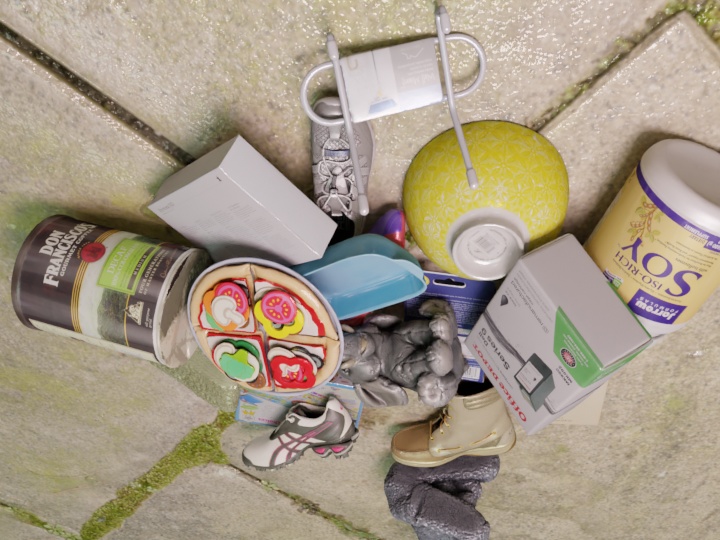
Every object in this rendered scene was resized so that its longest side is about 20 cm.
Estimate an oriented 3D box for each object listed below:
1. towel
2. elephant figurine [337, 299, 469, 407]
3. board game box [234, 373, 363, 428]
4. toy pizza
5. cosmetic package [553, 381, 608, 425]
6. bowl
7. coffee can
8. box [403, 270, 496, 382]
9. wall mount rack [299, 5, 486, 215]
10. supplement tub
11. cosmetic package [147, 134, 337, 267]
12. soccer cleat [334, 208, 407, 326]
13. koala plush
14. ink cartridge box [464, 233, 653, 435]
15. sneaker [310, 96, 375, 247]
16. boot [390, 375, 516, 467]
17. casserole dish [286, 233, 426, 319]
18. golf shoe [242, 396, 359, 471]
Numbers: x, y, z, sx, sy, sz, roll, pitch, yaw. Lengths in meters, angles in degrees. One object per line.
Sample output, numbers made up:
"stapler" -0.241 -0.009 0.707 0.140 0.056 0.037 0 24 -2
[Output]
"towel" -0.242 0.103 0.995 0.198 0.036 0.150 30 129 16
"elephant figurine" 0.027 0.109 0.922 0.196 0.142 0.158 -7 115 17
"board game box" -0.094 0.197 1.112 0.196 0.035 0.136 11 131 -3
"toy pizza" -0.116 0.076 0.839 0.196 0.032 0.203 8 125 12
"cosmetic package" 0.284 0.119 0.973 0.101 0.074 0.203 0 132 8
"bowl" 0.143 -0.055 0.815 0.196 0.109 0.203 4 131 4
"coffee can" -0.300 0.024 0.888 0.196 0.147 0.148 13 133 11
"box" 0.117 0.070 0.966 0.119 0.033 0.202 8 135 10
"wall mount rack" 0.040 -0.160 0.719 0.196 0.075 0.177 -12 107 2
"supplement tub" 0.332 -0.024 0.793 0.143 0.147 0.202 16 131 -7
"cosmetic package" -0.141 -0.064 0.828 0.150 0.052 0.198 39 151 -27
"soccer cleat" 0.000 0.000 0.907 0.075 0.068 0.201 10 137 -17
"koala plush" 0.134 0.405 1.188 0.180 0.179 0.202 6 133 17
"ink cartridge box" 0.216 0.081 0.823 0.083 0.147 0.201 -23 155 -24
"sneaker" -0.019 -0.098 0.814 0.073 0.083 0.203 0 131 7
"boot" 0.129 0.220 1.079 0.196 0.074 0.157 -9 130 12
"casserole dish" -0.014 0.008 0.836 0.198 0.040 0.120 -19 146 36
"golf shoe" -0.100 0.247 1.099 0.197 0.077 0.089 -17 108 18
